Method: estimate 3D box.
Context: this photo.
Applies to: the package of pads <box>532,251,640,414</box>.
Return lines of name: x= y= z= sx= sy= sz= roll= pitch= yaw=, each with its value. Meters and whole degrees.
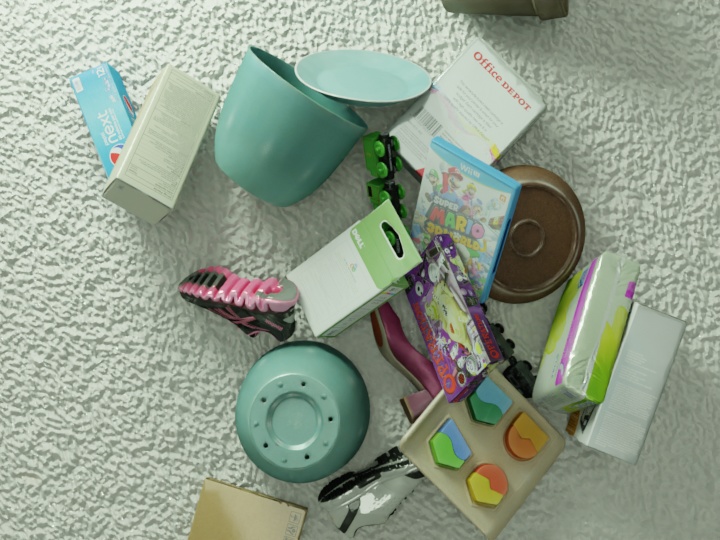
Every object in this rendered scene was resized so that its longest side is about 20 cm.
package of pads: x=0.307 y=0.091 z=1.321 sx=0.067 sy=0.155 sz=0.203 roll=21 pitch=74 yaw=-1

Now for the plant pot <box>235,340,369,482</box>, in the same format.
plant pot: x=-0.086 y=0.202 z=1.342 sx=0.196 sy=0.161 sz=0.205 roll=0 pitch=87 yaw=2

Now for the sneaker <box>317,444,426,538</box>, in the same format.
sneaker: x=0.040 y=0.314 z=1.388 sx=0.197 sy=0.074 sz=0.081 roll=-27 pitch=103 yaw=5

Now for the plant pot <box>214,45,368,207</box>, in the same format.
plant pot: x=-0.113 y=-0.189 z=1.351 sx=0.199 sy=0.201 sz=0.162 roll=35 pitch=104 yaw=4

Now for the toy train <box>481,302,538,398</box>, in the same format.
toy train: x=0.193 y=0.103 z=1.395 sx=0.034 sy=0.046 sz=0.201 roll=-36 pitch=88 yaw=-37

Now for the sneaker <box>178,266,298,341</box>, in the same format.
sneaker: x=-0.178 y=0.055 z=1.394 sx=0.197 sy=0.079 sz=0.097 roll=11 pitch=126 yaw=24

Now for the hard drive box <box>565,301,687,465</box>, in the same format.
hard drive box: x=0.364 y=0.151 z=1.328 sx=0.076 sy=0.156 sz=0.203 roll=21 pitch=88 yaw=3

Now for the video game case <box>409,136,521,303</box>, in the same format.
video game case: x=0.138 y=-0.067 z=1.330 sx=0.142 sy=0.018 sz=0.202 roll=34 pitch=134 yaw=25

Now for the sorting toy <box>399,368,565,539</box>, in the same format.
sorting toy: x=0.178 y=0.246 z=1.355 sx=0.200 sy=0.036 sz=0.185 roll=46 pitch=72 yaw=-6

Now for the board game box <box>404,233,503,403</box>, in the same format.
board game box: x=0.123 y=0.066 z=1.331 sx=0.032 sy=0.121 sz=0.203 roll=-6 pitch=59 yaw=-27

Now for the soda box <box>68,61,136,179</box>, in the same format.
soda box: x=-0.358 y=-0.197 z=1.421 sx=0.063 sy=0.068 sz=0.203 roll=-22 pitch=87 yaw=2

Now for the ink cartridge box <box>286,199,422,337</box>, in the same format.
ink cartridge box: x=0.000 y=0.000 z=1.355 sx=0.199 sy=0.059 sz=0.105 roll=-36 pitch=70 yaw=23

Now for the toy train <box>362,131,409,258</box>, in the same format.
toy train: x=0.036 y=-0.102 z=1.373 sx=0.041 sy=0.056 sz=0.204 roll=-24 pitch=118 yaw=-33

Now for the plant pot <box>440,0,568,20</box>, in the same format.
plant pot: x=0.194 y=-0.444 z=1.357 sx=0.170 sy=0.200 sz=0.204 roll=-7 pitch=87 yaw=18

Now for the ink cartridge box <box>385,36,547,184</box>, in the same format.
ink cartridge box: x=0.150 y=-0.208 z=1.389 sx=0.146 sy=0.083 sz=0.200 roll=45 pitch=91 yaw=4

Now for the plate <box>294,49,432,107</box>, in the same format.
plate: x=0.003 y=-0.269 z=1.362 sx=0.196 sy=0.201 sz=0.026 roll=8 pitch=123 yaw=3

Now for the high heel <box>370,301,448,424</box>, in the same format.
high heel: x=0.081 y=0.115 z=1.398 sx=0.095 sy=0.067 sz=0.203 roll=-20 pitch=89 yaw=-15

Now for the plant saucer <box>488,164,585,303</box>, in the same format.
plant saucer: x=0.234 y=-0.047 z=1.373 sx=0.196 sy=0.035 sz=0.204 roll=-2 pitch=103 yaw=-9

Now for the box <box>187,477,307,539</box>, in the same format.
box: x=-0.180 y=0.424 z=1.409 sx=0.161 sy=0.021 sz=0.204 roll=16 pitch=89 yaw=3

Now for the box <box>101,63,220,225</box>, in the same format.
box: x=-0.281 y=-0.178 z=1.361 sx=0.094 sy=0.077 sz=0.203 roll=30 pitch=61 yaw=-22
